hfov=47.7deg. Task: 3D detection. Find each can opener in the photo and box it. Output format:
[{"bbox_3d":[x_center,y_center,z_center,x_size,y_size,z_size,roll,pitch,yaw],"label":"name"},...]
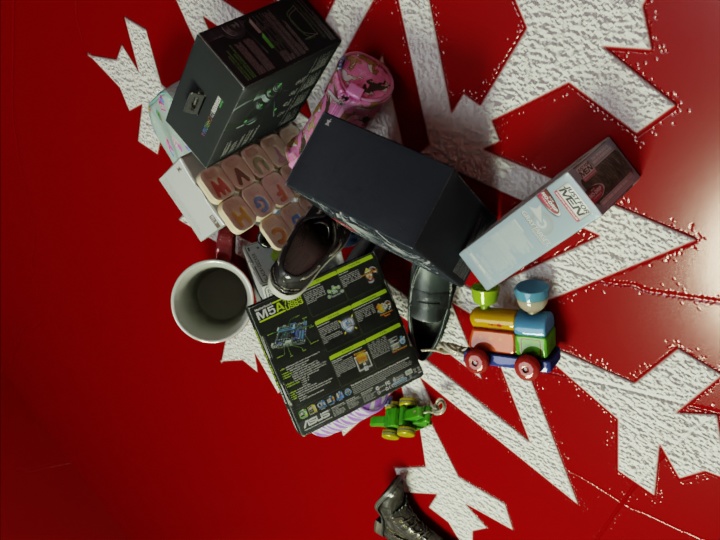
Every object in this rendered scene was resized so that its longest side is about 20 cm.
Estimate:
[{"bbox_3d":[0.000,0.000,1.235,0.053,0.066,0.201,44,133,15],"label":"can opener"}]

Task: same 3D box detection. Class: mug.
[{"bbox_3d":[-0.232,0.030,1.402,0.133,0.178,0.200,37,178,-4],"label":"mug"}]

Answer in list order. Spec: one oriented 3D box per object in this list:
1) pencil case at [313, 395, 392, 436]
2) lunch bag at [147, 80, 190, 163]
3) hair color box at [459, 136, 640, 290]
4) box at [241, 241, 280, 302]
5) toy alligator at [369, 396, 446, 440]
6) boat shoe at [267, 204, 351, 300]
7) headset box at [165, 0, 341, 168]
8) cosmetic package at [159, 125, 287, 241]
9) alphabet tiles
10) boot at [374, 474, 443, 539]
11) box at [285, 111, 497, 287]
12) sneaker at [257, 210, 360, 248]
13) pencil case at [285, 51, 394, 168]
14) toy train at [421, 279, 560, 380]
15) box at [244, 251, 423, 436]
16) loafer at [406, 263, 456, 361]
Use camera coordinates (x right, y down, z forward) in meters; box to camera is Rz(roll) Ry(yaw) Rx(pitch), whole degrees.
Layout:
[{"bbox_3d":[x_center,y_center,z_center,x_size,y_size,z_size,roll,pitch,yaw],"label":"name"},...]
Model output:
[{"bbox_3d":[-0.029,0.225,1.405,0.083,0.086,0.200,34,143,-16],"label":"pencil case"},{"bbox_3d":[-0.252,-0.202,1.300,0.202,0.077,0.160,60,154,-11],"label":"lunch bag"},{"bbox_3d":[0.211,-0.060,0.931,0.061,0.099,0.200,51,142,2],"label":"hair color box"},{"bbox_3d":[-0.136,0.059,1.359,0.117,0.059,0.202,-125,20,-49],"label":"box"},{"bbox_3d":[0.090,0.241,1.326,0.054,0.060,0.199,21,153,-30],"label":"toy alligator"},{"bbox_3d":[-0.059,-0.049,1.115,0.074,0.201,0.060,37,147,2],"label":"boat shoe"},{"bbox_3d":[-0.148,-0.249,1.079,0.093,0.199,0.174,48,142,5],"label":"headset box"},{"bbox_3d":[-0.178,-0.144,1.188,0.081,0.199,0.114,-25,99,51],"label":"cosmetic package"},{"bbox_3d":[-0.133,-0.133,1.150,0.197,0.199,0.015,55,139,-2],"label":"alphabet tiles"},{"bbox_3d":[0.111,0.470,1.472,0.173,0.069,0.202,30,144,23],"label":"boot"},{"bbox_3d":[0.041,-0.085,1.009,0.199,0.105,0.182,28,177,30],"label":"box"},{"bbox_3d":[-0.081,-0.053,1.245,0.198,0.090,0.079,-2,117,44],"label":"sneaker"},{"bbox_3d":[-0.032,-0.199,1.082,0.200,0.085,0.084,-47,47,53],"label":"pencil case"},{"bbox_3d":[0.162,0.068,1.079,0.198,0.084,0.117,5,111,31],"label":"toy train"},{"bbox_3d":[-0.035,0.100,1.143,0.195,0.198,0.047,66,166,-2],"label":"box"},{"bbox_3d":[0.099,0.043,1.137,0.067,0.071,0.202,6,132,3],"label":"loafer"}]
